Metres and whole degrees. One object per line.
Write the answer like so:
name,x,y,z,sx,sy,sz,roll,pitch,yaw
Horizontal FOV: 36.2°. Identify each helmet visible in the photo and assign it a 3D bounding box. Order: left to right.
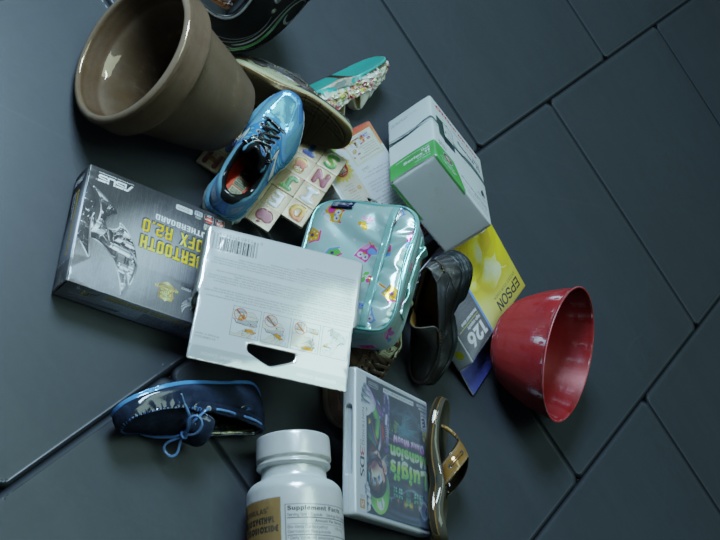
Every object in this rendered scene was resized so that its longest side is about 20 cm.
helmet,-0.181,-0.384,1.478,0.200,0.190,0.200,62,6,-12

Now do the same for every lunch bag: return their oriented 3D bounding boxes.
lunch bag,0.000,0.000,1.443,0.077,0.160,0.201,60,41,-58

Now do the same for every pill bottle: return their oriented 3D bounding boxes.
pill bottle,-0.076,0.293,1.277,0.114,0.114,0.201,15,60,-34

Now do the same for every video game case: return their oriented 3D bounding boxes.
video game case,0.035,0.235,1.404,0.200,0.023,0.183,34,51,-54

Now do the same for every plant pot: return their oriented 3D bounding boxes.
plant pot,-0.230,-0.235,1.386,0.174,0.200,0.201,33,49,-48

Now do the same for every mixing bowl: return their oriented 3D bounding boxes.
mixing bowl,0.260,0.114,1.626,0.200,0.108,0.201,-25,120,-55

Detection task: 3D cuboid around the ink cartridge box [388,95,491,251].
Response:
ink cartridge box,0.113,-0.145,1.615,0.147,0.083,0.200,48,22,-26

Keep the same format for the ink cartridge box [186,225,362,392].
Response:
ink cartridge box,-0.103,0.051,1.321,0.199,0.044,0.174,14,64,-14

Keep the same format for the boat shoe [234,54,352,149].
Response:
boat shoe,-0.094,-0.237,1.497,0.200,0.073,0.065,31,42,-7

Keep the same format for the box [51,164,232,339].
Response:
box,-0.257,-0.018,1.327,0.200,0.048,0.159,23,56,-30

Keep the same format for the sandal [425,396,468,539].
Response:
sandal,0.118,0.267,1.467,0.082,0.054,0.201,71,18,-56

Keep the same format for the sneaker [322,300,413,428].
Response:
sneaker,0.011,0.111,1.452,0.070,0.075,0.201,34,61,-28

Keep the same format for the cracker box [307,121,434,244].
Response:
cracker box,0.008,-0.100,1.584,0.134,0.058,0.200,-31,89,-43

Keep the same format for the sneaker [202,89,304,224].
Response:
sneaker,-0.125,-0.149,1.413,0.078,0.090,0.200,31,71,-9

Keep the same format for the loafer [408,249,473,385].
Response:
loafer,0.092,0.069,1.503,0.072,0.073,0.201,-12,119,-44

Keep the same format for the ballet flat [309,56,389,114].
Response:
ballet flat,-0.028,-0.262,1.642,0.200,0.075,0.064,-32,122,-40

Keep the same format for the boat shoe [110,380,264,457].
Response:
boat shoe,-0.187,0.167,1.268,0.199,0.084,0.069,-4,60,-39

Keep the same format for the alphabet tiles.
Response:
alphabet tiles,-0.118,-0.148,1.490,0.166,0.006,0.200,33,59,-1

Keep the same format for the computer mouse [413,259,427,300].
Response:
computer mouse,0.037,0.046,1.559,0.200,0.034,0.059,-43,110,-38

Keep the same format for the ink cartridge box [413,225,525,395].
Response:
ink cartridge box,0.174,0.045,1.634,0.200,0.047,0.198,56,45,-16
